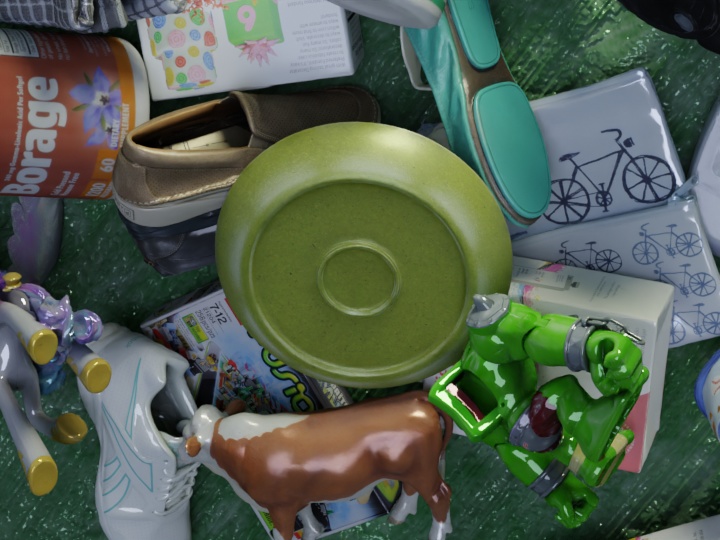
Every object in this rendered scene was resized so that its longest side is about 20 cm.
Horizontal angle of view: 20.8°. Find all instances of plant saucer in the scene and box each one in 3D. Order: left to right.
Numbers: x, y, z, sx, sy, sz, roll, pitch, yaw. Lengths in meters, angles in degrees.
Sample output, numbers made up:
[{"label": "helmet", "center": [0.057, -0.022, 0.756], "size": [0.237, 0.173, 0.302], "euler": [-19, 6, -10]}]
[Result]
[{"label": "plant saucer", "center": [0.000, 0.000, 1.285], "size": [0.198, 0.031, 0.202], "euler": [3, 121, 5]}]

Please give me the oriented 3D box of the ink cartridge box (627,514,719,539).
[{"label": "ink cartridge box", "center": [0.232, 0.280, 1.375], "size": [0.198, 0.147, 0.147], "euler": [-17, 125, 14]}]

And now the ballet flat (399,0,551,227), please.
[{"label": "ballet flat", "center": [0.070, -0.121, 1.320], "size": [0.070, 0.067, 0.202], "euler": [-20, 88, 48]}]

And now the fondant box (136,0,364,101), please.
[{"label": "fondant box", "center": [-0.085, -0.225, 1.322], "size": [0.143, 0.058, 0.202], "euler": [-6, 106, 10]}]

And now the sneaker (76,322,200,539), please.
[{"label": "sneaker", "center": [-0.150, 0.138, 1.420], "size": [0.080, 0.070, 0.202], "euler": [12, 122, 37]}]

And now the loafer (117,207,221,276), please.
[{"label": "loafer", "center": [-0.067, -0.046, 1.379], "size": [0.198, 0.073, 0.073], "euler": [-9, 129, 12]}]

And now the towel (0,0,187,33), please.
[{"label": "towel", "center": [-0.209, -0.251, 1.279], "size": [0.165, 0.085, 0.202], "euler": [8, 114, 46]}]

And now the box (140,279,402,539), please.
[{"label": "box", "center": [-0.063, 0.099, 1.418], "size": [0.109, 0.035, 0.201], "euler": [-23, 104, 34]}]

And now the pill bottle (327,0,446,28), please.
[{"label": "pill bottle", "center": [0.029, -0.264, 1.240], "size": [0.112, 0.113, 0.202], "euler": [19, 88, 1]}]

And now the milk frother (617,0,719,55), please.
[{"label": "milk frother", "center": [0.203, -0.254, 1.240], "size": [0.199, 0.181, 0.188], "euler": [37, 73, 24]}]

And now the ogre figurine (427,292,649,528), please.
[{"label": "ogre figurine", "center": [0.114, 0.082, 1.259], "size": [0.119, 0.200, 0.099], "euler": [32, 78, 16]}]

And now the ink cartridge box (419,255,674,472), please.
[{"label": "ink cartridge box", "center": [0.108, 0.056, 1.352], "size": [0.198, 0.068, 0.118], "euler": [10, 115, 17]}]

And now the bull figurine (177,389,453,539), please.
[{"label": "bull figurine", "center": [-0.029, 0.139, 1.354], "size": [0.198, 0.065, 0.122], "euler": [-10, 114, 13]}]

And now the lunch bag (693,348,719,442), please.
[{"label": "lunch bag", "center": [0.340, 0.093, 1.339], "size": [0.199, 0.076, 0.161], "euler": [35, 103, -22]}]

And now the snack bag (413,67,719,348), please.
[{"label": "snack bag", "center": [0.146, -0.028, 1.353], "size": [0.187, 0.021, 0.202], "euler": [-13, 106, 25]}]

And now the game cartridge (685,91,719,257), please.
[{"label": "game cartridge", "center": [0.301, -0.088, 1.325], "size": [0.132, 0.041, 0.201], "euler": [27, 109, 3]}]

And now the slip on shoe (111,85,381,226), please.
[{"label": "slip on shoe", "center": [-0.073, -0.091, 1.310], "size": [0.198, 0.076, 0.061], "euler": [-17, 139, -21]}]

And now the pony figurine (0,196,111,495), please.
[{"label": "pony figurine", "center": [-0.254, 0.031, 1.366], "size": [0.199, 0.165, 0.195], "euler": [33, 128, 43]}]

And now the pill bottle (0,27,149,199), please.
[{"label": "pill bottle", "center": [-0.249, -0.106, 1.310], "size": [0.198, 0.112, 0.113], "euler": [1, 112, -28]}]
